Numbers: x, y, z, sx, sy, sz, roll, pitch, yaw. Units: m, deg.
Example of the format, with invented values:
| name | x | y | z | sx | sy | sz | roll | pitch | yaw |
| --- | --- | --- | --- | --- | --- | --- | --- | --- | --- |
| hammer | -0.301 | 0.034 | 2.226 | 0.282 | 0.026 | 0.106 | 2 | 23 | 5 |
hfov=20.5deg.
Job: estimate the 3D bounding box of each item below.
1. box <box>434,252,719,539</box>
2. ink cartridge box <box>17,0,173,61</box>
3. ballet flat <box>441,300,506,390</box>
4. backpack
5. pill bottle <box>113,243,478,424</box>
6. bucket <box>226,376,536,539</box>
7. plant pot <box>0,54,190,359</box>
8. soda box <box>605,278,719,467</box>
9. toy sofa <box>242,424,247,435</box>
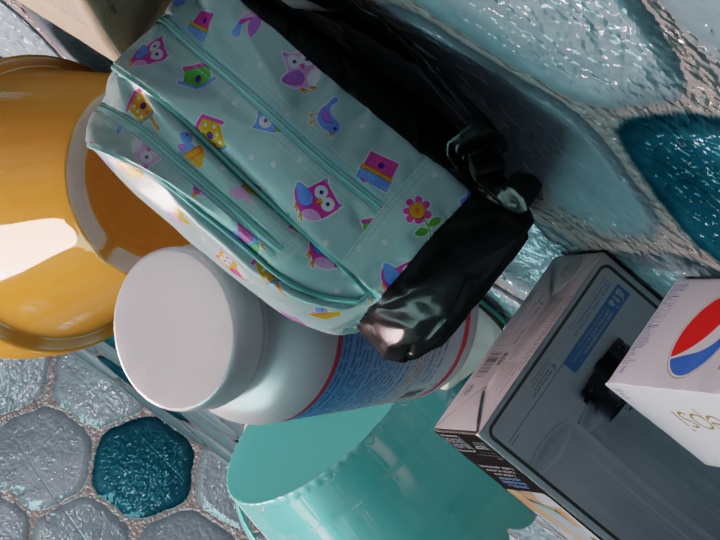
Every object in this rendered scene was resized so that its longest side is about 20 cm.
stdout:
| name | x | y | z | sx | sy | sz | roll | pitch | yaw |
| --- | --- | --- | --- | --- | --- | --- | --- | --- | --- |
| box | 0.151 | 0.096 | 1.001 | 0.200 | 0.117 | 0.060 | 41 | 165 | -14 |
| ink cartridge box | -0.180 | -0.200 | 0.902 | 0.200 | 0.075 | 0.165 | 33 | 169 | 15 |
| ballet flat | 0.000 | 0.000 | 1.188 | 0.200 | 0.069 | 0.069 | 40 | 168 | -14 |
| backpack | -0.024 | -0.049 | 0.916 | 0.200 | 0.127 | 0.167 | 39 | 172 | 4 |
| pill bottle | -0.032 | 0.024 | 1.055 | 0.109 | 0.109 | 0.200 | 29 | -160 | 32 |
| bucket | 0.014 | 0.140 | 1.384 | 0.135 | 0.207 | 0.207 | 49 | 165 | -20 |
| plant pot | -0.178 | -0.048 | 1.267 | 0.200 | 0.200 | 0.183 | 42 | 151 | -27 |
| soda box | 0.184 | 0.046 | 0.834 | 0.068 | 0.064 | 0.200 | 39 | 169 | -14 |
| toy sofa | -0.001 | 0.158 | 1.583 | 0.200 | 0.083 | 0.098 | 13 | 175 | -24 |
